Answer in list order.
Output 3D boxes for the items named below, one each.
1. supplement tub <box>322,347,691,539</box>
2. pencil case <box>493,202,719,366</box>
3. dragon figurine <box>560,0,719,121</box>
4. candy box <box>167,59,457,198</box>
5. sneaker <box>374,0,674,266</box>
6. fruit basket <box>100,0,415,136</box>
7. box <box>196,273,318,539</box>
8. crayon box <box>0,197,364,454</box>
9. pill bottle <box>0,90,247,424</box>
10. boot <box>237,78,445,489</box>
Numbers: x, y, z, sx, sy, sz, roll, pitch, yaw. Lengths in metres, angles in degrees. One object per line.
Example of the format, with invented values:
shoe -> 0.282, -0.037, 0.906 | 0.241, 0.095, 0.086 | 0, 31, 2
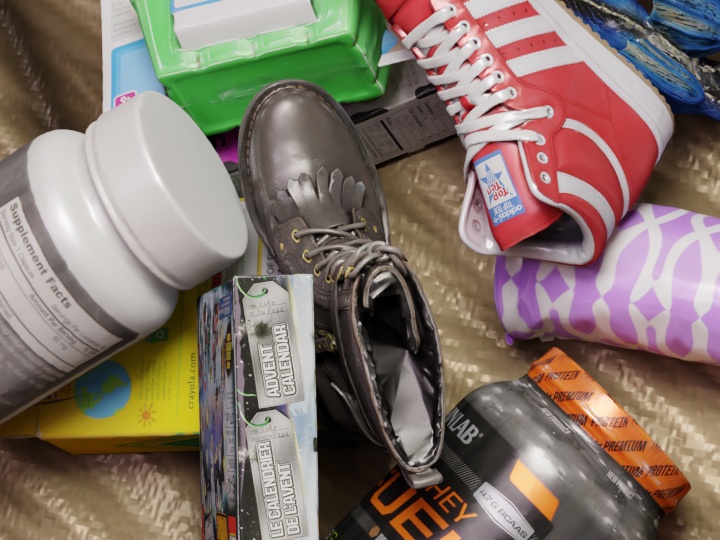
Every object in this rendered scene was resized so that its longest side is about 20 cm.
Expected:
supplement tub -> 0.056, 0.140, 1.369 | 0.200, 0.123, 0.122 | -45, 64, -2
pencil case -> 0.160, 0.015, 1.405 | 0.199, 0.084, 0.086 | 12, 113, 24
dragon figurine -> 0.147, -0.114, 1.422 | 0.099, 0.199, 0.059 | 4, 64, 59
candy box -> -0.009, -0.126, 1.519 | 0.199, 0.061, 0.137 | -21, 65, 9
sneaker -> 0.054, -0.084, 1.356 | 0.200, 0.071, 0.113 | 36, 56, -13
fruit basket -> -0.052, -0.177, 1.468 | 0.184, 0.094, 0.201 | -11, 64, 14
box -> -0.050, 0.075, 1.336 | 0.040, 0.200, 0.138 | -2, 87, -8
crayon box -> -0.095, 0.029, 1.493 | 0.198, 0.051, 0.128 | -2, 75, 17
pill bottle -> -0.162, 0.001, 1.426 | 0.199, 0.114, 0.114 | -31, 64, 17
boot -> 0.000, 0.000, 1.343 | 0.069, 0.174, 0.201 | -17, 91, -8
